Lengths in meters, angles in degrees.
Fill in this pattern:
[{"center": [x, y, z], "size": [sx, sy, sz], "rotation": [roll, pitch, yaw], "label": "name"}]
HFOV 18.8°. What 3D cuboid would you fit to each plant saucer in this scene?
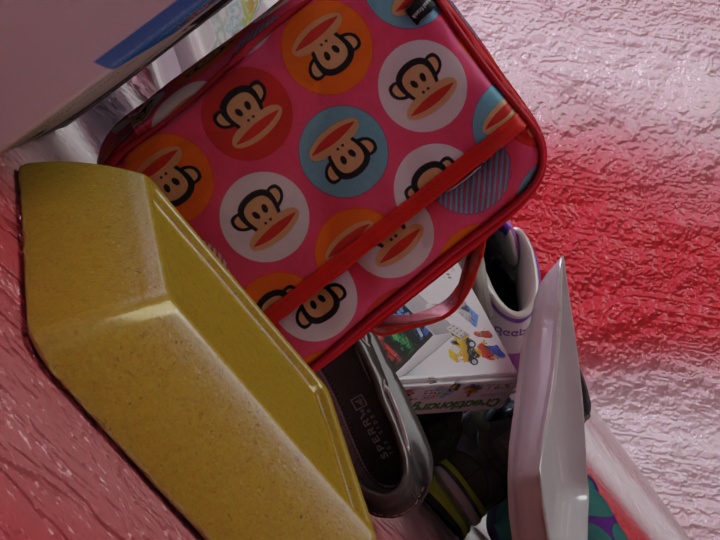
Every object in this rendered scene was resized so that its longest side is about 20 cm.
[{"center": [-0.062, 0.046, 0.916], "size": [0.200, 0.048, 0.200], "rotation": [50, 7, -24], "label": "plant saucer"}]

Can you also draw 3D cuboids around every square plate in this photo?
[{"center": [0.112, 0.128, 1.287], "size": [0.201, 0.028, 0.199], "rotation": [-77, 162, -52], "label": "square plate"}]

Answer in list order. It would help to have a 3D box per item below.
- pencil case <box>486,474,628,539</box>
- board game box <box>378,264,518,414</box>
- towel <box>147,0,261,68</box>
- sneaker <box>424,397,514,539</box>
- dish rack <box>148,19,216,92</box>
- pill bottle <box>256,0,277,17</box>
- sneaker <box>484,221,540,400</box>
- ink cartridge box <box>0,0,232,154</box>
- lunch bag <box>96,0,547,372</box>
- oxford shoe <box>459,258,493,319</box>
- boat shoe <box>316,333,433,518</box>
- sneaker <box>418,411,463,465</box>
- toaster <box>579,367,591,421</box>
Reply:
[{"center": [0.158, 0.219, 1.423], "size": [0.093, 0.085, 0.200], "rotation": [55, 2, -44], "label": "pencil case"}, {"center": [0.000, 0.000, 1.307], "size": [0.126, 0.035, 0.201], "rotation": [-1, 49, -34], "label": "board game box"}, {"center": [-0.132, -0.227, 1.409], "size": [0.048, 0.172, 0.200], "rotation": [-4, -33, 42], "label": "towel"}, {"center": [0.082, 0.120, 1.417], "size": [0.074, 0.081, 0.200], "rotation": [53, 6, -3], "label": "sneaker"}, {"center": [-0.099, -0.119, 1.249], "size": [0.172, 0.043, 0.201], "rotation": [72, -3, -62], "label": "dish rack"}, {"center": [-0.042, -0.131, 1.715], "size": [0.200, 0.113, 0.113], "rotation": [52, 6, -14], "label": "pill bottle"}, {"center": [0.080, -0.018, 1.496], "size": [0.115, 0.072, 0.201], "rotation": [96, -23, -44], "label": "sneaker"}, {"center": [-0.120, -0.130, 0.987], "size": [0.084, 0.145, 0.200], "rotation": [53, 6, -6], "label": "ink cartridge box"}, {"center": [-0.013, -0.042, 1.067], "size": [0.176, 0.200, 0.082], "rotation": [51, 2, -14], "label": "lunch bag"}, {"center": [0.049, -0.049, 1.398], "size": [0.075, 0.057, 0.202], "rotation": [-175, -103, -66], "label": "oxford shoe"}, {"center": [-0.023, 0.039, 1.152], "size": [0.201, 0.067, 0.057], "rotation": [58, 2, 10], "label": "boat shoe"}, {"center": [0.013, 0.043, 1.384], "size": [0.201, 0.075, 0.088], "rotation": [60, 0, 27], "label": "sneaker"}, {"center": [0.085, 0.058, 1.634], "size": [0.129, 0.113, 0.200], "rotation": [54, 2, 37], "label": "toaster"}]
